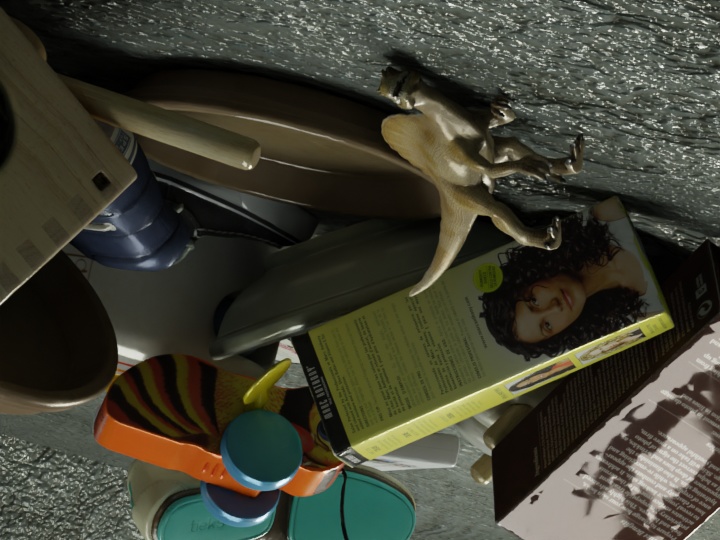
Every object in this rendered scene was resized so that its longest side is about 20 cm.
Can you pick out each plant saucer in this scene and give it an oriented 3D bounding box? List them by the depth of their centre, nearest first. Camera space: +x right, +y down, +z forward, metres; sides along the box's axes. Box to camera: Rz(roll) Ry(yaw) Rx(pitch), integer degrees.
[{"bbox_3d":[-0.040,-0.069,1.527,0.199,0.030,0.200,14,169,3],"label":"plant saucer"},{"bbox_3d":[-0.223,0.009,1.547,0.200,0.030,0.200,33,-156,-16],"label":"plant saucer"},{"bbox_3d":[0.000,0.000,1.654,0.199,0.051,0.200,-17,178,0],"label":"plant saucer"}]

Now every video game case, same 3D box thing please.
[{"bbox_3d":[-0.057,0.104,1.771,0.199,0.024,0.182,8,174,-14],"label":"video game case"}]

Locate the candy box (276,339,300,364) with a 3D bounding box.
[{"bbox_3d":[-0.105,0.017,1.980,0.199,0.061,0.136,8,168,32],"label":"candy box"}]

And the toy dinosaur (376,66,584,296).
[{"bbox_3d":[0.058,-0.050,1.422,0.101,0.058,0.200,15,153,18],"label":"toy dinosaur"}]

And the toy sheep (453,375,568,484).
[{"bbox_3d":[0.104,0.060,1.742,0.137,0.139,0.200,14,165,-3],"label":"toy sheep"}]

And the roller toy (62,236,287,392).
[{"bbox_3d":[-0.138,0.012,1.774,0.199,0.141,0.182,17,169,-17],"label":"roller toy"}]

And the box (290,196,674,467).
[{"bbox_3d":[0.067,0.035,1.548,0.199,0.076,0.050,-25,163,8],"label":"box"}]

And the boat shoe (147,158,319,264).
[{"bbox_3d":[-0.122,-0.039,1.639,0.198,0.068,0.074,19,-178,-27],"label":"boat shoe"}]

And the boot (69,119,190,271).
[{"bbox_3d":[-0.181,-0.051,1.549,0.199,0.073,0.091,20,151,46],"label":"boot"}]

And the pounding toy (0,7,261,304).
[{"bbox_3d":[-0.185,-0.070,1.367,0.184,0.142,0.200,50,159,-12],"label":"pounding toy"}]

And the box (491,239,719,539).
[{"bbox_3d":[0.174,0.088,1.614,0.100,0.075,0.200,32,119,-22],"label":"box"}]

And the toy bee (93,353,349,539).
[{"bbox_3d":[-0.050,0.098,1.629,0.200,0.109,0.131,40,142,-19],"label":"toy bee"}]

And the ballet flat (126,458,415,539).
[{"bbox_3d":[-0.058,0.139,1.734,0.199,0.070,0.069,7,175,-35],"label":"ballet flat"}]

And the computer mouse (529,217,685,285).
[{"bbox_3d":[0.195,0.019,1.644,0.140,0.046,0.200,4,166,43],"label":"computer mouse"}]
